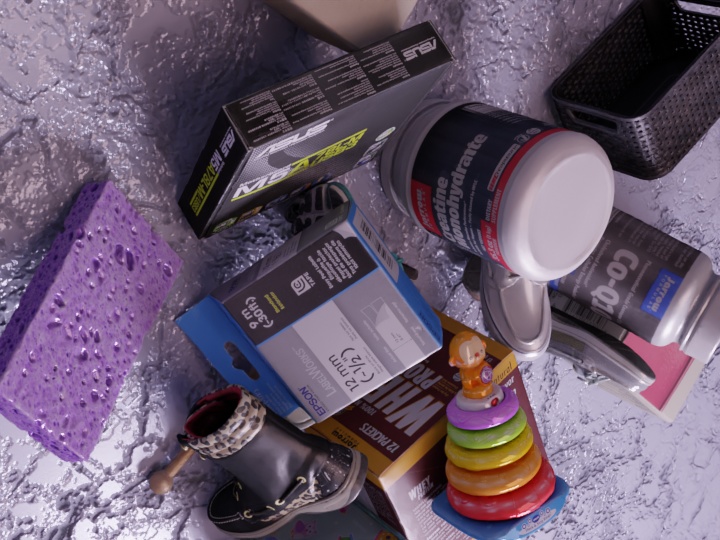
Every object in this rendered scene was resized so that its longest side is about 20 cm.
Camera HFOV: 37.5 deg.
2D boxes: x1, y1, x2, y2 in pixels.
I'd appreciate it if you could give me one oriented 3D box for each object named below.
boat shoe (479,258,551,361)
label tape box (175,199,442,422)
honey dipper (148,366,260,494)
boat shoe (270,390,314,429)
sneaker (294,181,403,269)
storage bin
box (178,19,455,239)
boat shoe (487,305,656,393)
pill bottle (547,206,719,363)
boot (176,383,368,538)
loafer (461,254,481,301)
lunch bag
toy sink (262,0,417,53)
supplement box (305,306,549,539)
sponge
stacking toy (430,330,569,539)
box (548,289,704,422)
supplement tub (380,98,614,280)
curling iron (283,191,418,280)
[{"bbox_3d":[0.158,-0.007,1.104,0.073,0.201,0.065,-9,162,-8],"label":"boat shoe"},{"bbox_3d":[-0.048,0.054,0.935,0.200,0.066,0.143,-33,107,12],"label":"label tape box"},{"bbox_3d":[-0.131,0.132,1.013,0.200,0.038,0.038,-48,133,-7],"label":"honey dipper"},{"bbox_3d":[-0.021,0.084,1.067,0.200,0.060,0.076,-34,100,-25],"label":"boat shoe"},{"bbox_3d":[0.000,0.000,1.005,0.080,0.077,0.200,-49,127,-40],"label":"sneaker"},{"bbox_3d":[0.326,-0.209,1.174,0.200,0.135,0.094,-46,132,-15],"label":"storage bin"},{"bbox_3d":[-0.042,-0.112,0.879,0.200,0.193,0.048,-28,85,-27],"label":"box"},{"bbox_3d":[0.235,0.089,1.190,0.074,0.202,0.065,7,108,-58],"label":"boat shoe"},{"bbox_3d":[0.309,0.011,1.155,0.114,0.200,0.114,-50,158,-28],"label":"pill bottle"},{"bbox_3d":[-0.111,0.175,0.975,0.154,0.203,0.074,37,47,-29],"label":"boot"},{"bbox_3d":[0.194,-0.030,1.194,0.200,0.072,0.063,-47,140,-18],"label":"loafer"},{"bbox_3d":[-0.031,0.316,1.064,0.160,0.200,0.077,-32,125,-23],"label":"lunch bag"},{"bbox_3d":[-0.007,-0.297,0.869,0.130,0.112,0.200,26,96,-44],"label":"toy sink"},{"bbox_3d":[0.077,0.190,1.145,0.197,0.133,0.200,-40,130,-20],"label":"supplement box"},{"bbox_3d":[-0.216,0.039,0.835,0.112,0.030,0.200,55,42,-42],"label":"sponge"},{"bbox_3d":[0.120,0.148,1.015,0.116,0.110,0.201,-25,113,-28],"label":"stacking toy"},{"bbox_3d":[0.323,0.088,1.314,0.200,0.128,0.109,35,84,-45],"label":"box"},{"bbox_3d":[0.127,-0.084,1.017,0.140,0.200,0.141,-18,119,-34],"label":"supplement tub"},{"bbox_3d":[-0.001,-0.026,1.054,0.200,0.026,0.050,30,92,-44],"label":"curling iron"}]
